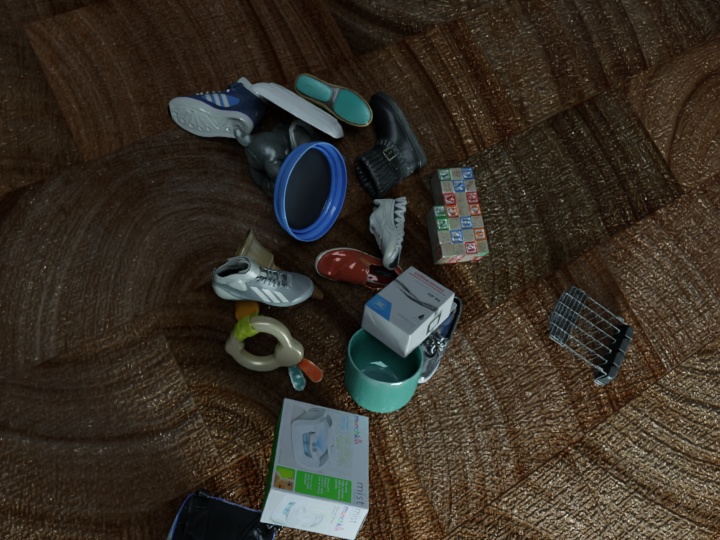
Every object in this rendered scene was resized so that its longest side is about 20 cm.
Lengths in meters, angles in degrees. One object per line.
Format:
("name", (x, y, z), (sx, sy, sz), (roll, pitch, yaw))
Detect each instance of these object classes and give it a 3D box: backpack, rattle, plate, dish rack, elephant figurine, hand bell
("backpack", (-0.251, 0.508, 0.970), (0.179, 0.148, 0.203), (21, 45, -6))
("rattle", (-0.169, 0.138, 1.167), (0.196, 0.143, 0.132), (23, 103, -22))
("plate", (-0.122, -0.343, 1.224), (0.197, 0.200, 0.033), (30, 103, -4))
("dish rack", (0.517, 0.142, 1.315), (0.198, 0.055, 0.155), (35, 69, 0))
("elephant figurine", (-0.142, -0.259, 1.233), (0.141, 0.157, 0.200), (37, 64, 23))
("hand bell", (-0.161, 0.008, 1.185), (0.197, 0.104, 0.106), (28, 70, -17))

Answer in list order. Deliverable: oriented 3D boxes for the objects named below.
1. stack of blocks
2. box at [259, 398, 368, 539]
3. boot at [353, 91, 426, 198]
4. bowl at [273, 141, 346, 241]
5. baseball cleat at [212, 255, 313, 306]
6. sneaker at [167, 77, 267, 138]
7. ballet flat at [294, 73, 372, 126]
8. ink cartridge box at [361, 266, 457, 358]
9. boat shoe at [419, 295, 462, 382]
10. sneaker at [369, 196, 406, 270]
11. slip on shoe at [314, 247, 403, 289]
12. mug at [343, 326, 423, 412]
("stack of blocks", (0.210, -0.124, 1.309), (0.112, 0.059, 0.205), (-5, 77, -14))
("box", (-0.077, 0.355, 1.046), (0.172, 0.098, 0.202), (15, 33, -8))
("boot", (0.040, -0.284, 1.301), (0.156, 0.079, 0.214), (-31, 85, -19))
("bowl", (-0.103, -0.163, 1.187), (0.039, 0.202, 0.203), (19, 66, 31))
("baseball cleat", (-0.180, 0.021, 1.093), (0.195, 0.107, 0.071), (-2, 60, -15))
("sneaker", (-0.299, -0.363, 1.256), (0.195, 0.082, 0.149), (12, 51, 7))
("ballet flat", (-0.055, -0.383, 1.302), (0.197, 0.063, 0.070), (31, 94, 6))
("ink cartridge box", (0.107, 0.069, 1.159), (0.115, 0.068, 0.199), (32, 47, 25))
("boat shoe", (0.164, 0.141, 1.224), (0.069, 0.066, 0.202), (33, 71, -2))
("sneaker", (0.055, -0.081, 1.236), (0.079, 0.076, 0.203), (9, 45, -1))
("slip on shoe", (0.000, 0.000, 1.216), (0.195, 0.061, 0.076), (13, 103, -11))
("mug", (0.055, 0.197, 1.146), (0.181, 0.116, 0.153), (-10, 43, -24))
